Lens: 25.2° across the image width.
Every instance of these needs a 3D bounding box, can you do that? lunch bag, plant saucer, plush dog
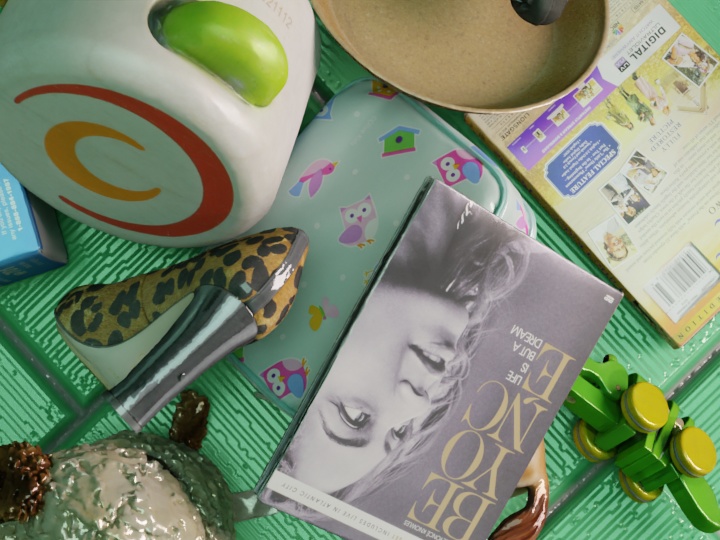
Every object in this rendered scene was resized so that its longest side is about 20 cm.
[{"bbox_3d":[0.000,0.000,0.967,0.160,0.077,0.200,40,90,29],"label":"lunch bag"},{"bbox_3d":[0.053,-0.169,0.978,0.198,0.036,0.202,9,58,-14],"label":"plant saucer"},{"bbox_3d":[-0.133,0.148,0.939,0.198,0.172,0.162,27,87,4],"label":"plush dog"}]

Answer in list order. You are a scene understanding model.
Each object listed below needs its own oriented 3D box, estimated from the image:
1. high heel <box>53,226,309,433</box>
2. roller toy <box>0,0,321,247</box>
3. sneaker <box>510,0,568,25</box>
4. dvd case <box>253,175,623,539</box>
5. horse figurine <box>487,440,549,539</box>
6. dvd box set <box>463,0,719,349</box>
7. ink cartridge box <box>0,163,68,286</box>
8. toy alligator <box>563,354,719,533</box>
[{"bbox_3d":[-0.105,0.014,0.950,0.142,0.200,0.072,-42,114,-7],"label":"high heel"},{"bbox_3d":[-0.122,-0.116,0.932,0.197,0.183,0.141,10,59,13],"label":"roller toy"},{"bbox_3d":[0.144,-0.223,0.979,0.090,0.067,0.202,19,55,-8],"label":"sneaker"},{"bbox_3d":[0.047,0.068,0.913,0.148,0.016,0.201,29,92,-28],"label":"dvd case"},{"bbox_3d":[0.061,0.095,0.995,0.131,0.050,0.202,-26,80,-6],"label":"horse figurine"},{"bbox_3d":[0.183,-0.073,1.013,0.146,0.029,0.200,-43,86,-2],"label":"dvd box set"},{"bbox_3d":[-0.301,-0.046,1.000,0.198,0.086,0.148,-18,86,-1],"label":"ink cartridge box"},{"bbox_3d":[0.158,0.081,0.988,0.200,0.059,0.054,42,47,-8],"label":"toy alligator"}]
